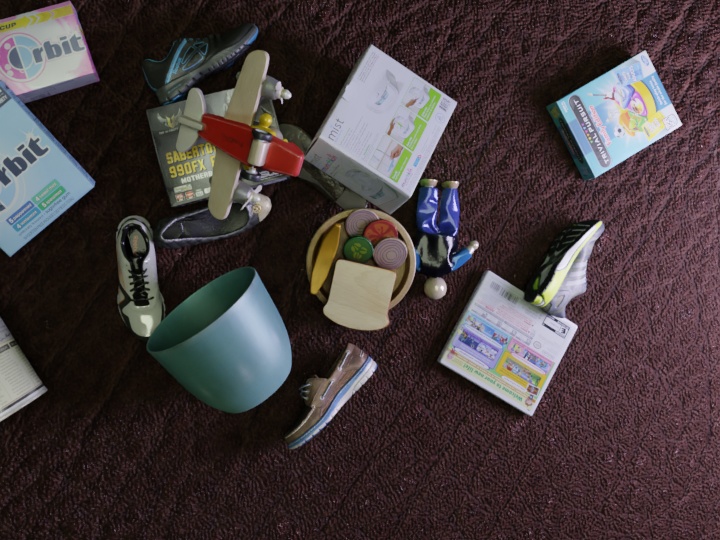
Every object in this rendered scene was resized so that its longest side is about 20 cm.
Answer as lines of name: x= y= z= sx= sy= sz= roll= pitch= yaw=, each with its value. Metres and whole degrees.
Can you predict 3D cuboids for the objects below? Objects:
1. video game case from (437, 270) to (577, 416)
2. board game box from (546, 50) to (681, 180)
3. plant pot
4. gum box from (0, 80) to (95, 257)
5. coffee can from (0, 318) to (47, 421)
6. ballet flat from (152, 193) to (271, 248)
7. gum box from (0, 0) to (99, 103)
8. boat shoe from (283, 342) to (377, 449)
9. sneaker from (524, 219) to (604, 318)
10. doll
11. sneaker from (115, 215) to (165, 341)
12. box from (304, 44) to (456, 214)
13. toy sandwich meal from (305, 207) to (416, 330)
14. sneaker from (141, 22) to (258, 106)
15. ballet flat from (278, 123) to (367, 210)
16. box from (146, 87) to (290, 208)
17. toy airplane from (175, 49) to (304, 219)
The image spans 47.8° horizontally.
video game case: x=0.259 y=0.128 z=1.426 sx=0.199 sy=0.022 sz=0.183 roll=31 pitch=84 yaw=-11
board game box: x=0.456 y=-0.277 z=1.455 sx=0.199 sy=0.047 sz=0.152 roll=-31 pitch=95 yaw=-10
plant pot: x=-0.201 y=0.120 z=1.251 sx=0.200 sy=0.200 sz=0.162 roll=-37 pitch=110 yaw=-9
gum box: x=-0.533 y=-0.151 z=1.219 sx=0.170 sy=0.045 sz=0.200 roll=-39 pitch=112 yaw=-2
coffee can: x=-0.578 y=0.132 z=1.191 sx=0.146 sy=0.146 sz=0.201 roll=-32 pitch=96 yaw=-10
ballet flat: x=-0.234 y=-0.075 z=1.302 sx=0.198 sy=0.057 sz=0.067 roll=-20 pitch=107 yaw=-18
gum box: x=-0.519 y=-0.323 z=1.246 sx=0.198 sy=0.066 sz=0.115 roll=-20 pitch=94 yaw=-11
boat shoe: x=-0.064 y=0.205 z=1.341 sx=0.072 sy=0.072 sz=0.200 roll=45 pitch=72 yaw=-3
sneaker: x=0.369 y=-0.005 z=1.429 sx=0.081 sy=0.074 sz=0.201 roll=41 pitch=80 yaw=-21
doll: x=0.136 y=-0.051 z=1.388 sx=0.135 sy=0.048 sz=0.202 roll=5 pitch=88 yaw=-10
sneaker: x=-0.352 y=0.014 z=1.274 sx=0.073 sy=0.080 sz=0.202 roll=-10 pitch=93 yaw=-13
box: x=0.033 y=-0.229 z=1.318 sx=0.176 sy=0.097 sz=0.201 roll=30 pitch=68 yaw=-10
toy sandwich meal: x=0.000 y=0.000 z=1.331 sx=0.203 sy=0.070 sz=0.207 roll=-1 pitch=104 yaw=-4
sneaker: x=-0.255 y=-0.348 z=1.297 sx=0.199 sy=0.073 sz=0.082 roll=-36 pitch=96 yaw=-10
ballet flat: x=-0.067 y=-0.169 z=1.354 sx=0.200 sy=0.046 sz=0.068 roll=39 pitch=104 yaw=-3
box: x=-0.225 y=-0.201 z=1.302 sx=0.198 sy=0.048 sz=0.160 roll=-14 pitch=93 yaw=-3
toy airplane: x=-0.179 y=-0.200 z=1.228 sx=0.199 sy=0.141 sz=0.201 roll=-26 pitch=81 yaw=33
